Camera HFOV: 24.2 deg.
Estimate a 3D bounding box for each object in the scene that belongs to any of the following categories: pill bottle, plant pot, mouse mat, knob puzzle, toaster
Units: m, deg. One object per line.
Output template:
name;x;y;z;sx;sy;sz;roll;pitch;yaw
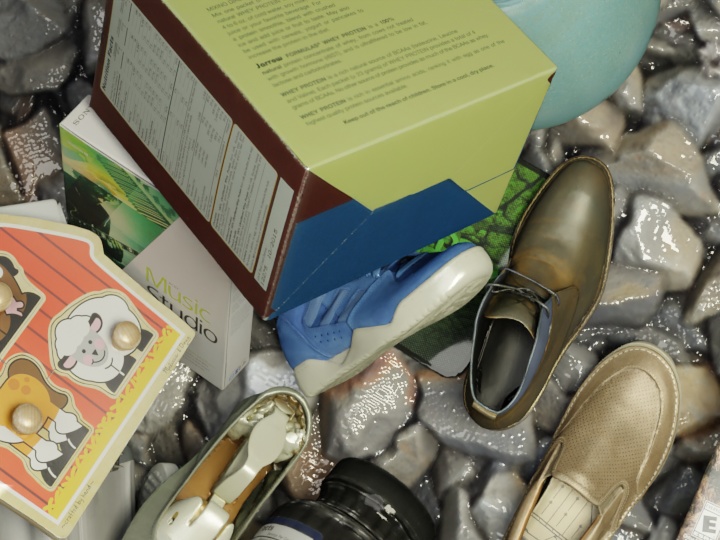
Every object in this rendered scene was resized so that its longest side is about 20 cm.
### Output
pill bottle;-0.039;0.224;1.107;0.111;0.112;0.200;34;62;13
plant pot;0.100;-0.205;1.127;0.198;0.135;0.203;-1;85;12
mouse mat;0.026;-0.038;1.199;0.199;0.008;0.162;31;93;15
knob puzzle;-0.225;0.045;1.093;0.218;0.030;0.222;10;68;-25
toaster;-0.231;0.189;1.178;0.198;0.113;0.131;-6;89;30

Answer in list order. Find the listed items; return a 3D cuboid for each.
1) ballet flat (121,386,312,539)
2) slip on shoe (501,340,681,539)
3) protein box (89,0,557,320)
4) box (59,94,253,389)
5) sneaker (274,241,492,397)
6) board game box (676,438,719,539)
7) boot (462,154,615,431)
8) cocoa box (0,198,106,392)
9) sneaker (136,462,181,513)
ballet flat;-0.099;0.154;1.135;0.067;0.064;0.200;43;56;-9
slip on shoe;0.151;0.140;1.127;0.076;0.061;0.201;34;94;14
protein box;-0.028;-0.114;1.037;0.197;0.136;0.200;-24;61;-33
box;-0.137;-0.014;1.147;0.144;0.201;0.036;32;58;14
sneaker;-0.001;0.000;1.128;0.200;0.076;0.112;-36;80;50
board game box;0.315;0.113;1.071;0.158;0.097;0.202;24;92;14
boot;0.123;0.016;1.123;0.074;0.097;0.202;20;91;8
cocoa box;-0.299;0.047;1.154;0.198;0.131;0.135;-10;72;-31
sneaker;-0.113;0.237;1.180;0.079;0.078;0.202;6;69;-28
